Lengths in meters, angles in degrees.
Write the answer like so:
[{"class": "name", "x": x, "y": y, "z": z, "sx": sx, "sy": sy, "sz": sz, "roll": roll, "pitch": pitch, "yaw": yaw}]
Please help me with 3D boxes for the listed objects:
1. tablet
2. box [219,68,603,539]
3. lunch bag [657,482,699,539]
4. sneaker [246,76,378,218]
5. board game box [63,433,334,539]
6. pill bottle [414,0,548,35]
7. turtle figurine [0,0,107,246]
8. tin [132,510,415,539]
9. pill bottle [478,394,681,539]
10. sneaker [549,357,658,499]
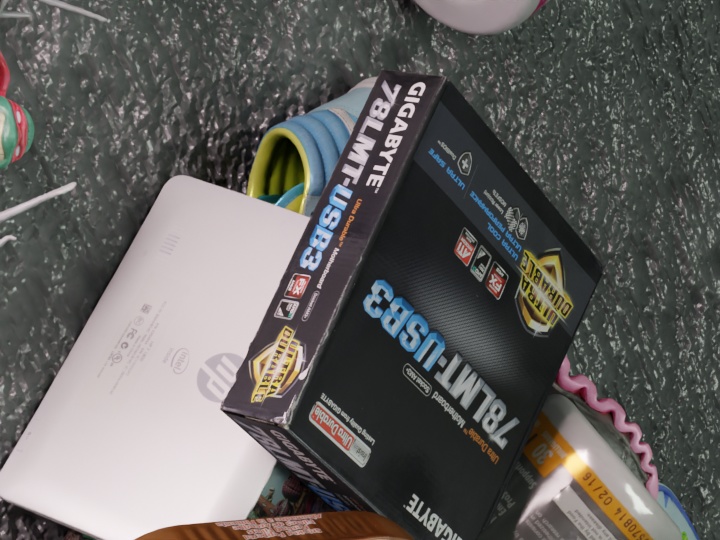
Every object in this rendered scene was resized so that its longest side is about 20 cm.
[{"class": "tablet", "x": -0.086, "y": 0.050, "z": 1.214, "sx": 0.200, "sy": 0.130, "sz": 0.014, "roll": -62, "pitch": 158, "yaw": -21}, {"class": "box", "x": 0.032, "y": 0.033, "z": 1.225, "sx": 0.200, "sy": 0.050, "sz": 0.199, "roll": 47, "pitch": 61, "yaw": -47}, {"class": "lunch bag", "x": 0.143, "y": 0.233, "z": 1.499, "sx": 0.200, "sy": 0.082, "sz": 0.161, "roll": -53, "pitch": 129, "yaw": -28}, {"class": "sneaker", "x": 0.000, "y": 0.000, "z": 1.317, "sx": 0.131, "sy": 0.080, "sz": 0.200, "roll": -19, "pitch": 87, "yaw": -41}, {"class": "board game box", "x": -0.060, "y": 0.150, "z": 1.268, "sx": 0.159, "sy": 0.097, "sz": 0.200, "roll": 46, "pitch": 62, "yaw": -39}, {"class": "pill bottle", "x": 0.111, "y": -0.230, "z": 1.392, "sx": 0.200, "sy": 0.113, "sz": 0.113, "roll": -41, "pitch": 122, "yaw": -35}, {"class": "turtle figurine", "x": -0.212, "y": -0.065, "z": 1.088, "sx": 0.200, "sy": 0.101, "sz": 0.150, "roll": -3, "pitch": 82, "yaw": -31}, {"class": "tin", "x": -0.049, "y": 0.174, "z": 1.157, "sx": 0.200, "sy": 0.042, "sz": 0.112, "roll": -1, "pitch": 111, "yaw": -31}, {"class": "pill bottle", "x": 0.074, "y": 0.173, "z": 1.350, "sx": 0.200, "sy": 0.116, "sz": 0.116, "roll": -41, "pitch": 128, "yaw": 1}, {"class": "sneaker", "x": 0.093, "y": 0.089, "z": 1.424, "sx": 0.200, "sy": 0.079, "sz": 0.095, "roll": 49, "pitch": 66, "yaw": -11}]
